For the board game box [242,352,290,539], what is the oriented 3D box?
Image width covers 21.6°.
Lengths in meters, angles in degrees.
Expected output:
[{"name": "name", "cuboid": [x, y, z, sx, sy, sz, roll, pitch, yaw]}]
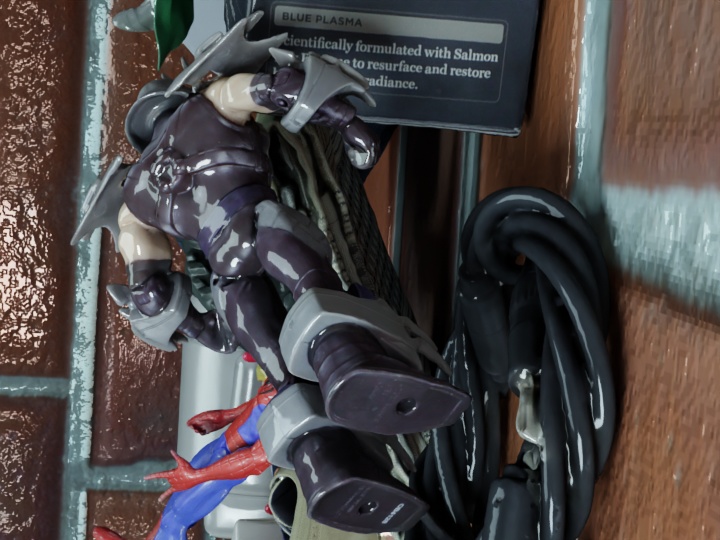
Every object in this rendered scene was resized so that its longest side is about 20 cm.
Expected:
[{"name": "board game box", "cuboid": [-0.038, 0.080, 1.064, 0.158, 0.039, 0.200, 71, -157, -49]}]

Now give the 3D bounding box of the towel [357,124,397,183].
[{"name": "towel", "cuboid": [-0.009, -0.077, 1.036, 0.112, 0.048, 0.200, -54, -2, -15]}]

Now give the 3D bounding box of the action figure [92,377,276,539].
[{"name": "action figure", "cuboid": [-0.070, 0.095, 0.938, 0.200, 0.052, 0.065, -41, 10, 25]}]

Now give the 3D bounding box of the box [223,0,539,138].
[{"name": "box", "cuboid": [0.008, -0.178, 0.780, 0.197, 0.117, 0.200, -109, 24, -72]}]

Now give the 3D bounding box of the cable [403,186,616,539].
[{"name": "cable", "cuboid": [0.043, 0.052, 0.663, 0.200, 0.051, 0.164, 176, 98, -84]}]

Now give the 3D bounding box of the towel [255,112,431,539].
[{"name": "towel", "cuboid": [0.000, 0.000, 0.832, 0.200, 0.034, 0.193, -89, -19, -72]}]

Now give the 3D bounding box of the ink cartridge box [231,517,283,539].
[{"name": "ink cartridge box", "cuboid": [-0.045, 0.252, 1.159, 0.200, 0.083, 0.147, 107, 164, -63]}]

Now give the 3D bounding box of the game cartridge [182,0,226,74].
[{"name": "game cartridge", "cuboid": [-0.035, -0.202, 0.984, 0.200, 0.040, 0.133, -53, 38, 12]}]

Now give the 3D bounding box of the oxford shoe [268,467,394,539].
[{"name": "oxford shoe", "cuboid": [-0.014, 0.094, 0.957, 0.200, 0.074, 0.071, -104, -4, -71]}]

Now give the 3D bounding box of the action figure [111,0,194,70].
[{"name": "action figure", "cuboid": [-0.080, -0.206, 0.851, 0.118, 0.055, 0.200, -89, 9, -57]}]

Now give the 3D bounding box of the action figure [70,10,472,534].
[{"name": "action figure", "cuboid": [-0.035, -0.004, 0.663, 0.130, 0.069, 0.200, -58, 47, 31]}]

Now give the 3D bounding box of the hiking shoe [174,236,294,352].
[{"name": "hiking shoe", "cuboid": [-0.049, -0.003, 0.964, 0.087, 0.074, 0.200, 62, 178, -32]}]

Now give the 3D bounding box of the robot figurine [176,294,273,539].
[{"name": "robot figurine", "cuboid": [-0.065, 0.079, 1.268, 0.170, 0.113, 0.201, -77, -9, -84]}]
